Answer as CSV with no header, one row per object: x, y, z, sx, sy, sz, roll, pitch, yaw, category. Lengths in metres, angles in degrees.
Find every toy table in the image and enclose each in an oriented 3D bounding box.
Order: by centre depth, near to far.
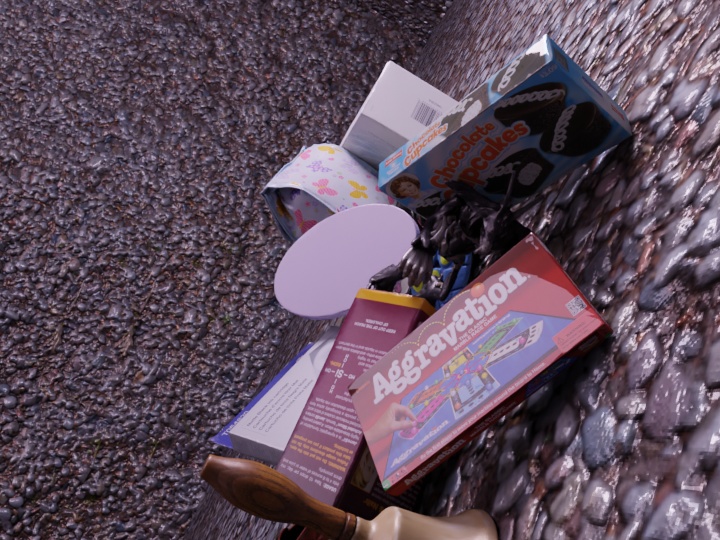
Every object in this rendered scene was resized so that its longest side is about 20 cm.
0.000,0.000,0.874,0.117,0.199,0.184,32,-135,-61,toy table

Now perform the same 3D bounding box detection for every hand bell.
-0.018,0.176,0.459,0.104,0.200,0.104,-61,8,14,hand bell

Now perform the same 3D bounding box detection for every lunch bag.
-0.044,-0.105,1.078,0.127,0.200,0.170,-51,4,39,lunch bag

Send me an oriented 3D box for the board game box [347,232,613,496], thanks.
0.079,0.070,0.501,0.200,0.019,0.103,-42,40,16,board game box

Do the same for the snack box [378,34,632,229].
0.124,-0.109,0.606,0.200,0.116,0.037,-33,42,39,snack box

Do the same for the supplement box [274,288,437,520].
0.017,0.132,0.619,0.085,0.110,0.200,7,64,43,supplement box

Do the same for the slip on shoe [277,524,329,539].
-0.075,0.336,0.794,0.200,0.061,0.074,-62,10,15,slip on shoe

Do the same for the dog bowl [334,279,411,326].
0.027,0.057,1.026,0.200,0.074,0.200,-60,8,14,dog bowl

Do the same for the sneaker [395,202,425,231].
0.093,-0.086,0.950,0.084,0.077,0.200,-63,6,-33,sneaker

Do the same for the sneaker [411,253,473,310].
0.115,-0.032,0.811,0.083,0.071,0.200,35,-115,-61,sneaker

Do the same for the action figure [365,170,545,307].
0.091,-0.007,0.634,0.200,0.119,0.102,-43,22,50,action figure

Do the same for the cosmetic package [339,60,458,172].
0.077,-0.209,1.134,0.123,0.199,0.200,-64,8,-24,cosmetic package

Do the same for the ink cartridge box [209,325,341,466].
-0.052,0.140,0.765,0.200,0.041,0.200,4,35,39,ink cartridge box
